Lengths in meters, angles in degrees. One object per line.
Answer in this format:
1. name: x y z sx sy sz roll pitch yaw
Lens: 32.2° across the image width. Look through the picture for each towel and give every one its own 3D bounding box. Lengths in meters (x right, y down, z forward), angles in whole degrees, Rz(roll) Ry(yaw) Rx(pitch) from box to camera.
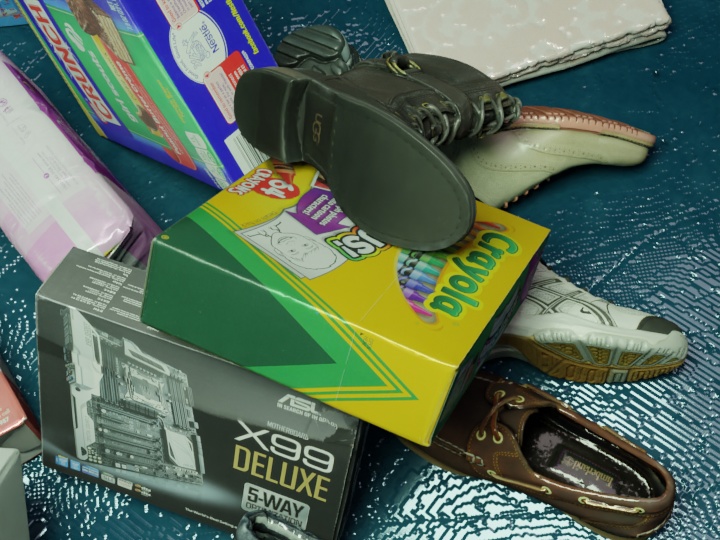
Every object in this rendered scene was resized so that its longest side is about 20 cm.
1. towel: 0.116 -0.232 0.974 0.200 0.032 0.191 -17 66 -5

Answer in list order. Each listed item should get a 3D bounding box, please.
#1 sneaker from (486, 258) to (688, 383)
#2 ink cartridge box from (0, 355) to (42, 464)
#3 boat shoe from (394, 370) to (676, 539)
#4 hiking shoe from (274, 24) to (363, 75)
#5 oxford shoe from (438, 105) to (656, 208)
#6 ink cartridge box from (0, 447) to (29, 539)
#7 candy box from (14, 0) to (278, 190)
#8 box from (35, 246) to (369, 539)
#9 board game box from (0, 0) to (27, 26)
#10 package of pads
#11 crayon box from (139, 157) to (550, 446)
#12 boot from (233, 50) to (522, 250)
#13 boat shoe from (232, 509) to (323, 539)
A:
1. sneaker: 0.118 0.019 0.829 0.200 0.076 0.088 8 63 5
2. ink cartridge box: -0.309 0.059 0.835 0.116 0.068 0.200 -30 68 -12
3. boat shoe: 0.105 0.105 0.792 0.200 0.070 0.070 21 68 14
4. hiking shoe: -0.013 -0.068 0.877 0.074 0.087 0.200 0 86 27
5. oxford shoe: 0.111 -0.081 0.894 0.200 0.071 0.074 2 100 -4
6. ink cartridge box: -0.301 0.180 0.727 0.200 0.145 0.083 2 23 5
7. candy box: -0.145 -0.153 0.832 0.077 0.169 0.200 -42 39 -17
8. box: -0.094 0.086 0.754 0.200 0.158 0.050 19 44 7
9. board game box: -0.255 -0.296 1.009 0.196 0.056 0.200 -6 64 0
10. package of pads: -0.211 -0.056 0.845 0.076 0.121 0.200 -41 70 -4
11. crayon box: 0.000 0.000 0.718 0.172 0.058 0.200 21 29 13
12. boot: 0.039 -0.090 0.760 0.174 0.069 0.200 -16 41 -42
13. boat shoe: -0.012 0.227 0.717 0.200 0.071 0.091 34 111 19
